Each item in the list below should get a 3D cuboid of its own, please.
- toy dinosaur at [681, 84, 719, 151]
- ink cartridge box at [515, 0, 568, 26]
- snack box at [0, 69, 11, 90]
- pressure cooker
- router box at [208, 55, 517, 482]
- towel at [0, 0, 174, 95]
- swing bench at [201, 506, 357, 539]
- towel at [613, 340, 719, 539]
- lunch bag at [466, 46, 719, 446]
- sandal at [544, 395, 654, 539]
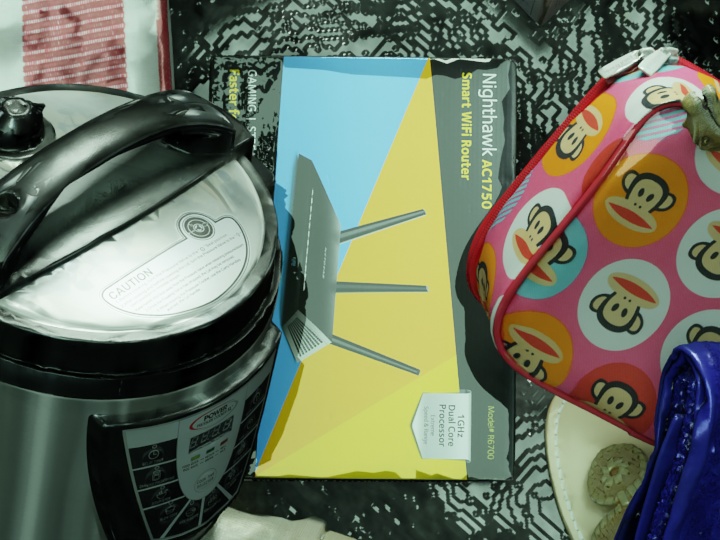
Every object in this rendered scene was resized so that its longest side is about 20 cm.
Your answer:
[{"bbox_3d":[0.221,-0.028,1.198,0.101,0.058,0.200,-41,105,13],"label":"toy dinosaur"},{"bbox_3d":[0.084,-0.253,1.326,0.175,0.084,0.200,-42,85,-4],"label":"ink cartridge box"},{"bbox_3d":[-0.272,-0.074,1.328,0.199,0.068,0.169,-31,85,-4],"label":"snack box"},{"bbox_3d":[-0.125,0.017,1.186,0.177,0.201,0.176,7,41,-8],"label":"pressure cooker"},{"bbox_3d":[0.000,0.000,1.320,0.148,0.051,0.202,0,84,0],"label":"router box"},{"bbox_3d":[-0.185,-0.079,1.286,0.199,0.023,0.145,-4,83,-5],"label":"towel"},{"bbox_3d":[-0.124,0.186,1.268,0.198,0.130,0.201,16,86,5],"label":"swing bench"},{"bbox_3d":[0.211,0.104,1.240,0.199,0.050,0.149,1,117,-27],"label":"towel"},{"bbox_3d":[0.166,-0.003,1.252,0.199,0.082,0.176,32,106,-23],"label":"lunch bag"},{"bbox_3d":[0.147,0.146,1.293,0.077,0.070,0.213,-19,84,0],"label":"sandal"}]
